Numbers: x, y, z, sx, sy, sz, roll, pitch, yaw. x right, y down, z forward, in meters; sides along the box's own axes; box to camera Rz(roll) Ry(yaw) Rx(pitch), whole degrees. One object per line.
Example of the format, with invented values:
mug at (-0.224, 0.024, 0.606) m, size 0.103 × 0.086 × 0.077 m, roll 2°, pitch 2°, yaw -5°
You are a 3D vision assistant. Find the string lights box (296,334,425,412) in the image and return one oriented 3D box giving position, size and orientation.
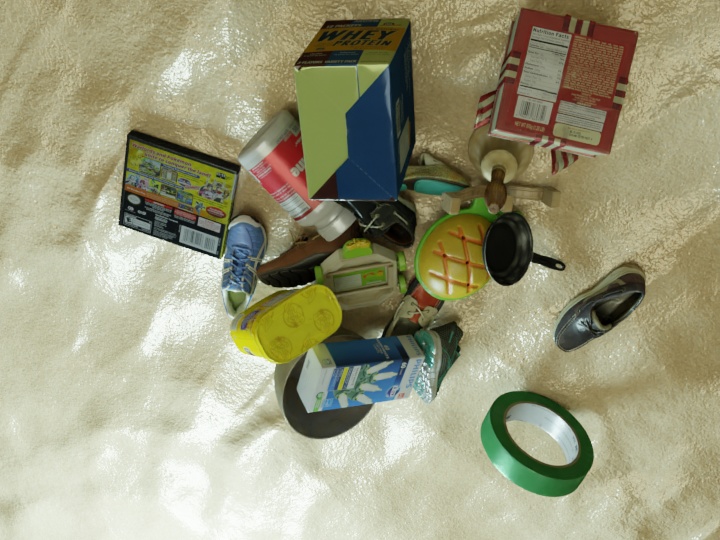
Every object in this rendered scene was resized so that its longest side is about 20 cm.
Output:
string lights box at (0.001, 0.171, 1.450) m, size 0.197 × 0.059 × 0.104 m, roll -3°, pitch 129°, yaw -29°

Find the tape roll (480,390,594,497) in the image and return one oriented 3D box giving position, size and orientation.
tape roll at (0.309, 0.300, 1.508) m, size 0.197 × 0.202 × 0.049 m, roll 21°, pitch 125°, yaw -1°

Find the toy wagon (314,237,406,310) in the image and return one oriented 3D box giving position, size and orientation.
toy wagon at (0.000, 0.000, 1.437) m, size 0.152 × 0.040 × 0.201 m, roll -10°, pitch 145°, yaw -4°

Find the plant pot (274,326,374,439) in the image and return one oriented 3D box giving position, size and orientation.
plant pot at (-0.075, 0.179, 1.541) m, size 0.197 × 0.134 × 0.204 m, roll -12°, pitch 117°, yaw -25°

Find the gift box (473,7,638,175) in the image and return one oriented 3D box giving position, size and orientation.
gift box at (0.261, -0.240, 1.187) m, size 0.181 × 0.187 × 0.203 m, roll 17°, pitch 100°, yaw 4°

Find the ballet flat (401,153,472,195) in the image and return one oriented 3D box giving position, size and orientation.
ballet flat at (0.080, -0.155, 1.361) m, size 0.196 × 0.071 × 0.072 m, roll 0°, pitch 122°, yaw -2°

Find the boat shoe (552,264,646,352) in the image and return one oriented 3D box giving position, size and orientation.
boat shoe at (0.395, 0.073, 1.431) m, size 0.072 × 0.065 × 0.200 m, roll 36°, pitch 122°, yaw -13°

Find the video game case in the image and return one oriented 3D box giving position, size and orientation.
video game case at (-0.315, -0.128, 1.487) m, size 0.197 × 0.026 × 0.183 m, roll 18°, pitch 123°, yaw 2°

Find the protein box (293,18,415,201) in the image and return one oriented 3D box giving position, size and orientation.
protein box at (0.000, -0.236, 1.246) m, size 0.132 × 0.201 × 0.202 m, roll 2°, pitch 122°, yaw 11°

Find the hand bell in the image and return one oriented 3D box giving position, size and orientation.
hand bell at (0.203, -0.138, 1.263) m, size 0.102 × 0.201 × 0.106 m, roll 5°, pitch 122°, yaw 8°

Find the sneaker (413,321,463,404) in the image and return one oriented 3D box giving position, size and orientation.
sneaker at (0.141, 0.165, 1.538) m, size 0.078 × 0.090 × 0.202 m, roll 52°, pitch 154°, yaw 29°

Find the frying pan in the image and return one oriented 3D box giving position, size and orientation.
frying pan at (0.258, -0.041, 1.374) m, size 0.031 × 0.188 × 0.117 m, roll 9°, pitch 108°, yaw 50°

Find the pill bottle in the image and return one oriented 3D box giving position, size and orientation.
pill bottle at (-0.091, -0.146, 1.374) m, size 0.112 × 0.113 × 0.200 m, roll -35°, pitch 109°, yaw 28°

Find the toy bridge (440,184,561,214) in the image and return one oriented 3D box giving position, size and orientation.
toy bridge at (0.215, -0.114, 1.334) m, size 0.196 × 0.067 × 0.028 m, roll -5°, pitch 114°, yaw -20°

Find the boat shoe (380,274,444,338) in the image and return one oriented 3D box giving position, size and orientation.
boat shoe at (0.093, 0.077, 1.502) m, size 0.070 × 0.063 × 0.201 m, roll 31°, pitch 121°, yaw -5°

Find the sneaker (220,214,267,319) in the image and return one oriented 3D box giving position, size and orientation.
sneaker at (-0.204, -0.004, 1.501) m, size 0.074 × 0.078 × 0.203 m, roll 5°, pitch 125°, yaw -4°

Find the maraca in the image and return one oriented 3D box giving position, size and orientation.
maraca at (0.175, -0.040, 1.392) m, size 0.200 × 0.107 × 0.137 m, roll -43°, pitch 110°, yaw 3°

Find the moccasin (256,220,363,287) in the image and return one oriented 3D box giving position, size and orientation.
moccasin at (-0.089, -0.031, 1.470) m, size 0.199 × 0.079 × 0.073 m, roll -27°, pitch 144°, yaw 20°

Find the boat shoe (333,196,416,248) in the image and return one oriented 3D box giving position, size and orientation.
boat shoe at (0.026, -0.089, 1.347) m, size 0.071 × 0.069 × 0.199 m, roll -9°, pitch 160°, yaw 35°

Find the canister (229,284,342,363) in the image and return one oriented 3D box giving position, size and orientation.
canister at (-0.131, 0.087, 1.437) m, size 0.088 × 0.147 × 0.199 m, roll 62°, pitch 159°, yaw -9°
